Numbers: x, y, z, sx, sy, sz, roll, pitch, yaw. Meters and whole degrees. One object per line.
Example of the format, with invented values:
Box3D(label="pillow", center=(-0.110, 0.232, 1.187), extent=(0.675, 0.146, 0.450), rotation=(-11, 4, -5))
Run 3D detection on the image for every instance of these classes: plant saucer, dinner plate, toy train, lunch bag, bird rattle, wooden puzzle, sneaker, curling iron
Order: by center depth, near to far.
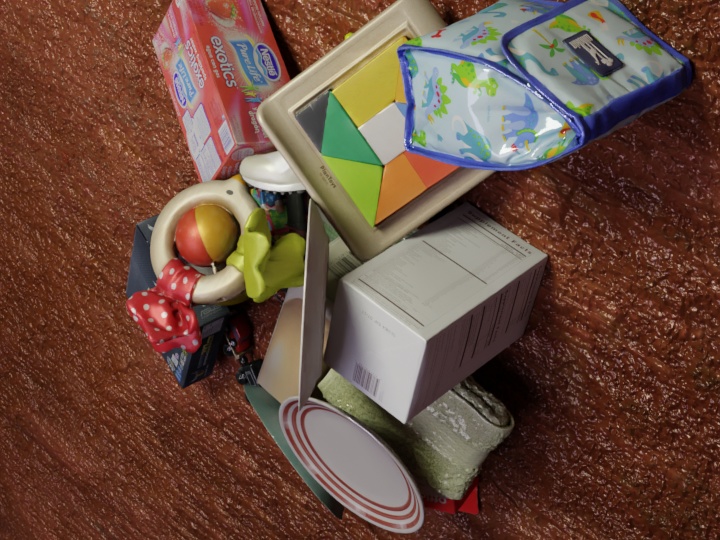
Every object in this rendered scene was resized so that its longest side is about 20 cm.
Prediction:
Box3D(label="lunch bag", center=(0.156, -0.159, 1.209), extent=(0.199, 0.169, 0.129), rotation=(20, 127, 39))
Box3D(label="wooden puzzle", center=(0.028, -0.135, 1.345), extent=(0.186, 0.199, 0.037), rotation=(54, -174, -8))
Box3D(label="dinner plate", center=(-0.044, 0.033, 1.349), extent=(0.024, 0.201, 0.202), rotation=(3, 124, 0))
Box3D(label="sneaker", center=(-0.028, -0.129, 1.416), extent=(0.198, 0.070, 0.095), rotation=(0, 105, 20))
Box3D(label="bird rattle", center=(-0.155, -0.009, 1.456), extent=(0.199, 0.112, 0.165), rotation=(-25, 64, 20))
Box3D(label="dinner plate", center=(-0.006, 0.206, 1.537), extent=(0.199, 0.024, 0.201), rotation=(30, 148, 21))
Box3D(label="curling iron", center=(-0.079, -0.046, 1.589), extent=(0.049, 0.025, 0.202), rotation=(22, 124, 33))
Box3D(label="plant saucer", center=(-0.069, 0.209, 1.720), extent=(0.202, 0.039, 0.201), rotation=(53, 179, 2))
Box3D(label="toy train", center=(-0.160, 0.077, 1.795), extent=(0.046, 0.034, 0.202), rotation=(-18, 99, 48))

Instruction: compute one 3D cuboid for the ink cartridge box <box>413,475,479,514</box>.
Box3D(label="ink cartridge box", center=(0.065, 0.195, 1.583), extent=(0.115, 0.067, 0.202), rotation=(8, 118, 29))

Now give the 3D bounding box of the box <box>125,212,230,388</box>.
Box3D(label="box", center=(-0.235, 0.040, 1.792), extent=(0.159, 0.051, 0.200), rotation=(58, 155, 16))

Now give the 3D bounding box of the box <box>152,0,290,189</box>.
Box3D(label="box", center=(-0.140, -0.195, 1.517), extent=(0.103, 0.094, 0.202), rotation=(-48, 57, 50))

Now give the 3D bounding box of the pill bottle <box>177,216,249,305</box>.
Box3D(label="pill bottle", center=(-0.156, -0.019, 1.591), extent=(0.113, 0.112, 0.200), rotation=(57, 177, 4))

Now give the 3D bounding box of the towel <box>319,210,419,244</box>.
Box3D(label="towel", center=(0.000, 0.000, 1.581), extent=(0.149, 0.031, 0.201), rotation=(39, 138, 21))

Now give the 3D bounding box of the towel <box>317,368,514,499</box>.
Box3D(label="towel", center=(0.055, 0.143, 1.494), extent=(0.199, 0.036, 0.149), rotation=(38, 129, 10))

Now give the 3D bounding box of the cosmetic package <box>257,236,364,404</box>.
Box3D(label="cosmetic package", center=(-0.038, 0.060, 1.558), extent=(0.071, 0.105, 0.201), rotation=(40, 141, 17))

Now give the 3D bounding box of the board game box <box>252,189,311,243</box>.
Box3D(label="board game box", center=(-0.108, -0.092, 1.631), extent=(0.200, 0.039, 0.159), rotation=(39, 136, 25))

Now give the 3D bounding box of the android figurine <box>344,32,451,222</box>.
Box3D(label="android figurine", center=(0.037, -0.150, 1.444), extent=(0.201, 0.041, 0.182), rotation=(54, 141, 5))

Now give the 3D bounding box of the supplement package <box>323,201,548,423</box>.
Box3D(label="supplement package", center=(0.075, 0.037, 1.388), extent=(0.113, 0.199, 0.110), rotation=(35, 134, 26))
